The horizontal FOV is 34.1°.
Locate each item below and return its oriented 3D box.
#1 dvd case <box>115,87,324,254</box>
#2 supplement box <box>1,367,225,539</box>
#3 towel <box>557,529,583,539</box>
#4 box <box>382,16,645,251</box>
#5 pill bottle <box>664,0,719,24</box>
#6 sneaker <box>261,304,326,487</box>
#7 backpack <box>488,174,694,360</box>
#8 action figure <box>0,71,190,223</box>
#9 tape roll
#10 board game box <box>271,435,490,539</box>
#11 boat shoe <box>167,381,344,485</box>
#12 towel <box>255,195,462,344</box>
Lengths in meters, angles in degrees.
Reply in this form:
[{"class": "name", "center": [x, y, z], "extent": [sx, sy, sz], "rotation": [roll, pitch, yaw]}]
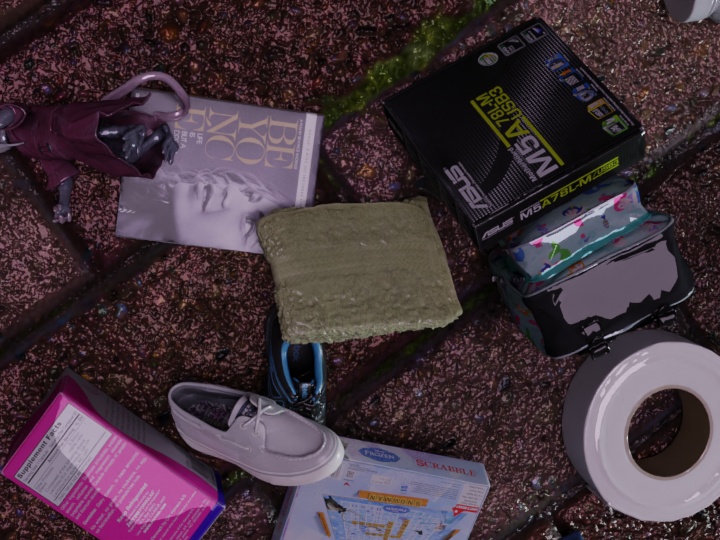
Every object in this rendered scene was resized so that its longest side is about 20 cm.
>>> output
[{"class": "dvd case", "center": [-0.142, -0.097, 1.192], "extent": [0.197, 0.016, 0.151], "rotation": [7, 97, -12]}, {"class": "supplement box", "center": [-0.245, 0.203, 1.174], "extent": [0.199, 0.101, 0.104], "rotation": [39, 91, -13]}, {"class": "towel", "center": [0.184, 0.383, 1.306], "extent": [0.198, 0.049, 0.113], "rotation": [-30, 116, -6]}, {"class": "box", "center": [0.148, -0.141, 1.161], "extent": [0.191, 0.201, 0.048], "rotation": [-27, 143, -7]}, {"class": "pill bottle", "center": [0.421, -0.315, 1.221], "extent": [0.197, 0.109, 0.110], "rotation": [-11, 101, -9]}, {"class": "sneaker", "center": [-0.070, 0.135, 1.208], "extent": [0.072, 0.082, 0.203], "rotation": [-5, 101, -12]}, {"class": "backpack", "center": [0.219, -0.011, 1.184], "extent": [0.176, 0.200, 0.152], "rotation": [-27, 99, -1]}, {"class": "action figure", "center": [-0.283, -0.137, 1.109], "extent": [0.197, 0.134, 0.151], "rotation": [5, 59, 22]}, {"class": "tape roll", "center": [0.326, 0.171, 1.298], "extent": [0.199, 0.071, 0.206], "rotation": [-2, 99, -12]}, {"class": "board game box", "center": [0.011, 0.276, 1.235], "extent": [0.197, 0.041, 0.202], "rotation": [13, 116, -13]}, {"class": "boat shoe", "center": [-0.108, 0.152, 1.157], "extent": [0.072, 0.198, 0.069], "rotation": [-53, 140, -27]}, {"class": "towel", "center": [0.000, 0.000, 1.185], "extent": [0.197, 0.037, 0.150], "rotation": [-7, 69, -22]}]
